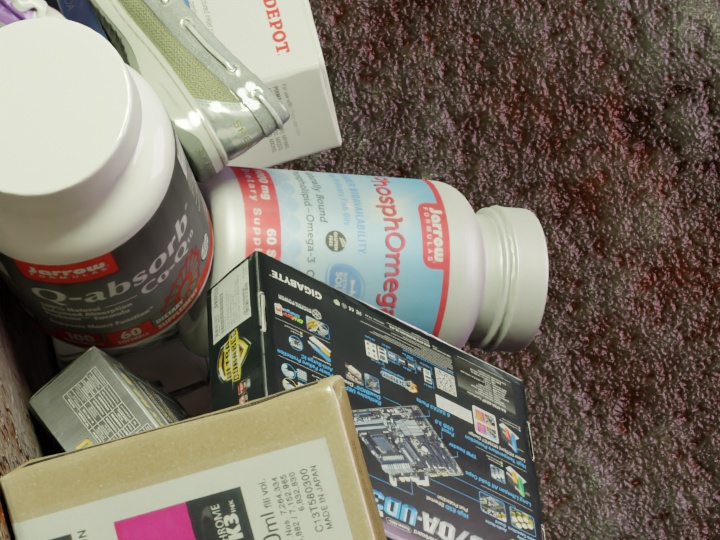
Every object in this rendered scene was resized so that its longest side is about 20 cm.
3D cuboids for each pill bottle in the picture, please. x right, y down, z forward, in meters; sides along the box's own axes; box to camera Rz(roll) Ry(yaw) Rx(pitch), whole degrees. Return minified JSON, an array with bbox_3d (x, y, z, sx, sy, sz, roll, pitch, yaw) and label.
[{"bbox_3d":[0.000,0.000,1.562,0.109,0.199,0.110,-177,-90,-71],"label":"pill bottle"},{"bbox_3d":[-0.145,-0.043,1.406,0.200,0.115,0.116,72,2,-68],"label":"pill bottle"}]

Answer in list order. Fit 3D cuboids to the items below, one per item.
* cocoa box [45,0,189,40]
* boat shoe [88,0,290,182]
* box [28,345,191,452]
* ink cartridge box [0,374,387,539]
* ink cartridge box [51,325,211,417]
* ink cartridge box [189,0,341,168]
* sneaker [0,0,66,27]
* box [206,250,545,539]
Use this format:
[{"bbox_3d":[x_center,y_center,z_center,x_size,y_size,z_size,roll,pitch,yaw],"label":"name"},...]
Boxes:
[{"bbox_3d":[-0.189,-0.232,1.639,0.134,0.130,0.201,-106,180,-49],"label":"cocoa box"},{"bbox_3d":[-0.108,-0.138,1.525,0.202,0.065,0.075,58,-5,34],"label":"boat shoe"},{"bbox_3d":[-0.079,0.142,1.472,0.200,0.048,0.158,50,1,17],"label":"box"},{"bbox_3d":[-0.061,0.166,1.278,0.075,0.164,0.201,-6,79,-87],"label":"ink cartridge box"},{"bbox_3d":[-0.143,0.018,1.696,0.200,0.084,0.146,79,-4,-68],"label":"ink cartridge box"},{"bbox_3d":[-0.124,-0.127,1.774,0.085,0.199,0.145,74,0,-48],"label":"ink cartridge box"},{"bbox_3d":[-0.177,-0.084,1.539,0.200,0.088,0.080,50,-10,-31],"label":"sneaker"},{"bbox_3d":[0.011,0.095,1.463,0.199,0.046,0.160,26,40,-32],"label":"box"}]
